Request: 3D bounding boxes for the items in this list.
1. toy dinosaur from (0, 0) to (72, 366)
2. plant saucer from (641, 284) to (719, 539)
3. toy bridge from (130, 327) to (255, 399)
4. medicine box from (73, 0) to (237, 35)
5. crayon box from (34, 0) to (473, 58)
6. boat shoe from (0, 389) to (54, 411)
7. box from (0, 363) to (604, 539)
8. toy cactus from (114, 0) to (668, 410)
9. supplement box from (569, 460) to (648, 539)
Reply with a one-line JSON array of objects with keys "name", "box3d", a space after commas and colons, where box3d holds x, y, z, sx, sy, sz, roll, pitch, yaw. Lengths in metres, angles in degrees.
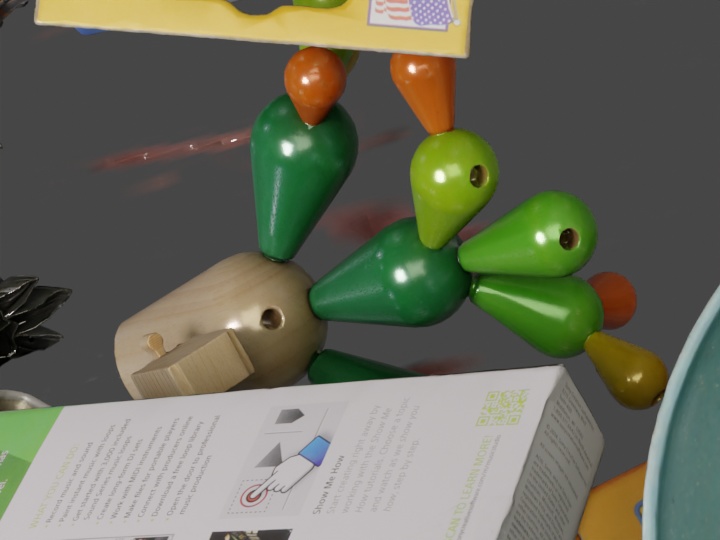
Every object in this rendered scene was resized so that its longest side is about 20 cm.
[{"name": "toy dinosaur", "box3d": [-0.170, -0.019, 0.849, 0.136, 0.102, 0.201, 37, 102, 31]}, {"name": "plant saucer", "box3d": [0.166, 0.063, 0.629, 0.199, 0.036, 0.201, 0, 85, 2]}, {"name": "toy bridge", "box3d": [-0.018, 0.107, 0.819, 0.027, 0.067, 0.201, -31, 97, -27]}, {"name": "medicine box", "box3d": [-0.024, -0.191, 0.838, 0.199, 0.103, 0.183, -13, 83, 3]}, {"name": "crayon box", "box3d": [-0.020, -0.160, 0.757, 0.125, 0.052, 0.201, 5, 84, 5]}, {"name": "boat shoe", "box3d": [-0.075, 0.074, 0.773, 0.071, 0.200, 0.070, 10, 93, -35]}, {"name": "box", "box3d": [-0.050, 0.091, 0.656, 0.199, 0.036, 0.145, -5, 41, 30]}, {"name": "toy cactus", "box3d": [0.000, 0.000, 0.828, 0.164, 0.102, 0.201, -19, 103, 25]}, {"name": "supplement box", "box3d": [0.074, 0.105, 0.744, 0.066, 0.200, 0.069, -24, 78, -18]}]
